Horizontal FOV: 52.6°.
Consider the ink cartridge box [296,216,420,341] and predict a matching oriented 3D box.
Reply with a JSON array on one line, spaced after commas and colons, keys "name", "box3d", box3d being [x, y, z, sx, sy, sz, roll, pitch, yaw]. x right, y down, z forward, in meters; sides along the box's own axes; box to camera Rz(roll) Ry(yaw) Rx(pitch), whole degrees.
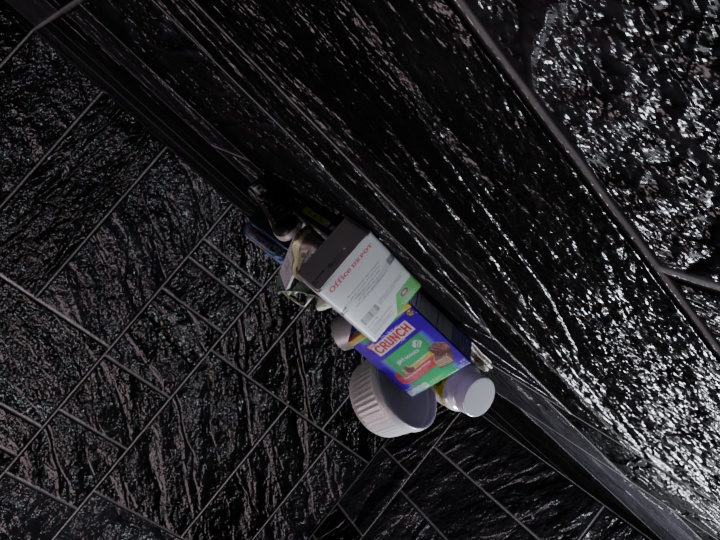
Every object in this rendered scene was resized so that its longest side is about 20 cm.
[{"name": "ink cartridge box", "box3d": [0.000, 0.018, 1.355, 0.084, 0.146, 0.200, 36, 173, 46]}]

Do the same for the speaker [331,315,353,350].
[{"name": "speaker", "box3d": [0.035, 0.114, 1.610, 0.081, 0.200, 0.081, 39, -141, -42]}]

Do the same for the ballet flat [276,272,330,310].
[{"name": "ballet flat", "box3d": [-0.110, 0.060, 1.743, 0.200, 0.074, 0.074, 18, 169, 13]}]

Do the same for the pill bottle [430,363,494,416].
[{"name": "pill bottle", "box3d": [0.211, 0.258, 1.696, 0.114, 0.114, 0.200, 43, 168, -35]}]

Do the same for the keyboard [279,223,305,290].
[{"name": "keyboard", "box3d": [-0.147, -0.037, 1.625, 0.056, 0.011, 0.200, 62, 144, 28]}]

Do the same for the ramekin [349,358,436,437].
[{"name": "ramekin", "box3d": [0.067, 0.274, 1.614, 0.200, 0.105, 0.200, 33, -140, -33]}]

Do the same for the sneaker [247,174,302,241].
[{"name": "sneaker", "box3d": [-0.195, -0.142, 1.576, 0.112, 0.073, 0.200, 45, -173, -30]}]

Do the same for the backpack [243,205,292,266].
[{"name": "backpack", "box3d": [-0.167, -0.074, 1.792, 0.183, 0.135, 0.200, 36, 175, 26]}]

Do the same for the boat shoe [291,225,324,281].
[{"name": "boat shoe", "box3d": [-0.103, -0.017, 1.540, 0.065, 0.073, 0.200, 37, 162, 18]}]

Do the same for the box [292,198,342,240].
[{"name": "box", "box3d": [-0.027, -0.050, 1.495, 0.200, 0.048, 0.193, 43, 177, -38]}]

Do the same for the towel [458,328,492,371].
[{"name": "towel", "box3d": [0.212, 0.156, 1.646, 0.200, 0.034, 0.133, 44, 172, -38]}]

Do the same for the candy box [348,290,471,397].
[{"name": "candy box", "box3d": [0.104, 0.148, 1.516, 0.200, 0.169, 0.077, 43, -151, -18]}]
